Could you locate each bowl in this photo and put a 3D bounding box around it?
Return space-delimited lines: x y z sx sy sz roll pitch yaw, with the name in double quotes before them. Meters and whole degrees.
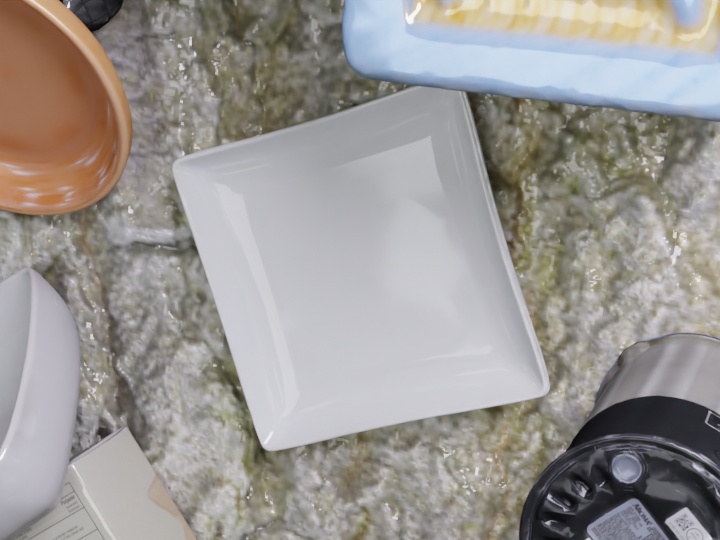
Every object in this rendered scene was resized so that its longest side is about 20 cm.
"bowl" -0.259 0.117 0.916 0.200 0.200 0.075 -34 124 23

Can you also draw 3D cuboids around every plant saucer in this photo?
"plant saucer" -0.232 -0.119 0.875 0.200 0.037 0.200 13 139 12

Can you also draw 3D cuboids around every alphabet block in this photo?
"alphabet block" 0.117 -0.189 0.679 0.195 0.200 0.197 11 107 17

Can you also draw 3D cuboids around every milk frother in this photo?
"milk frother" 0.137 0.154 0.761 0.200 0.188 0.181 -19 95 24

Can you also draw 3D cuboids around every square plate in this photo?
"square plate" 0.000 0.000 0.862 0.200 0.028 0.198 -14 98 23

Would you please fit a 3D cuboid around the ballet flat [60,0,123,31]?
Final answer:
"ballet flat" -0.202 -0.243 0.863 0.066 0.057 0.200 -24 94 23

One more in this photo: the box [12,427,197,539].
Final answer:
"box" -0.156 0.219 0.946 0.095 0.078 0.200 -30 91 25
